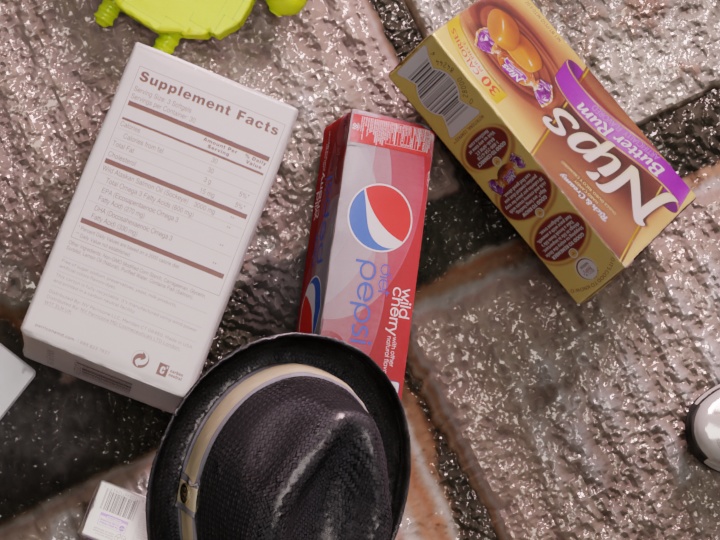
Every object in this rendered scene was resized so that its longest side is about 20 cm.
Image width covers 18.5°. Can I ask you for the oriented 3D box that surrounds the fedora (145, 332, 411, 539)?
[{"bbox_3d":[-0.034,0.144,1.360,0.199,0.092,0.202,-6,104,-25],"label":"fedora"}]

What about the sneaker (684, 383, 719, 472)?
[{"bbox_3d":[0.325,0.095,1.483,0.199,0.115,0.076,-3,82,-9],"label":"sneaker"}]

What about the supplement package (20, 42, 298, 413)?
[{"bbox_3d":[-0.131,-0.024,1.431,0.117,0.117,0.201,21,78,-3],"label":"supplement package"}]

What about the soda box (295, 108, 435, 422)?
[{"bbox_3d":[0.000,0.000,1.470,0.063,0.070,0.201,11,80,-15],"label":"soda box"}]

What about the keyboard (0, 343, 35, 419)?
[{"bbox_3d":[-0.308,0.027,1.452,0.200,0.011,0.056,38,73,-2],"label":"keyboard"}]

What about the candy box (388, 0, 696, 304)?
[{"bbox_3d":[0.123,-0.088,1.485,0.200,0.056,0.117,49,42,2],"label":"candy box"}]

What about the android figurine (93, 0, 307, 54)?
[{"bbox_3d":[-0.106,-0.240,1.495,0.181,0.041,0.201,29,91,-1],"label":"android figurine"}]

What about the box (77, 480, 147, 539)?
[{"bbox_3d":[-0.086,0.191,1.444,0.199,0.039,0.042,21,80,-5],"label":"box"}]
